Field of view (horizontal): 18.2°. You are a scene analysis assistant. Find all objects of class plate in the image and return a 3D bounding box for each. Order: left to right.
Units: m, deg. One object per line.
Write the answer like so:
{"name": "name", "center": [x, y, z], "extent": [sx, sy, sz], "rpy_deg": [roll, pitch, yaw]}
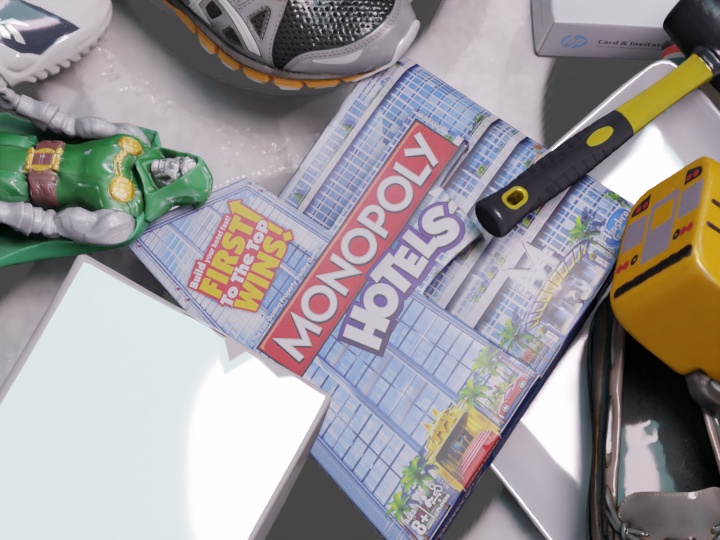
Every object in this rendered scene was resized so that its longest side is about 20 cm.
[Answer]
{"name": "plate", "center": [0.135, 0.033, 1.077], "extent": [0.200, 0.032, 0.200], "rpy_deg": [-39, 80, -7]}

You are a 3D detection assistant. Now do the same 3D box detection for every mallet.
{"name": "mallet", "center": [0.120, -0.079, 1.043], "extent": [0.199, 0.041, 0.066], "rpy_deg": [-27, 74, -30]}

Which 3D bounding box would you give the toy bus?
{"name": "toy bus", "center": [0.207, 0.036, 0.996], "extent": [0.199, 0.065, 0.079], "rpy_deg": [30, 54, -19]}

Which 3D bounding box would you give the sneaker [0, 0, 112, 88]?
{"name": "sneaker", "center": [-0.213, -0.160, 1.046], "extent": [0.197, 0.130, 0.080], "rpy_deg": [7, 44, -3]}

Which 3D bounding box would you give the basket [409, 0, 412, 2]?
{"name": "basket", "center": [0.012, -0.230, 1.053], "extent": [0.135, 0.200, 0.124], "rpy_deg": [30, 72, 3]}

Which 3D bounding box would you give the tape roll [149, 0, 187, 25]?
{"name": "tape roll", "center": [-0.044, -0.212, 1.159], "extent": [0.201, 0.037, 0.204], "rpy_deg": [4, 67, -10]}

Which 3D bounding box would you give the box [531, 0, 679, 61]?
{"name": "box", "center": [0.165, -0.208, 1.197], "extent": [0.154, 0.041, 0.202], "rpy_deg": [2, 69, -10]}

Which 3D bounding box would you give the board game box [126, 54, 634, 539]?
{"name": "board game box", "center": [0.000, 0.000, 1.042], "extent": [0.199, 0.062, 0.201], "rpy_deg": [33, 84, 9]}

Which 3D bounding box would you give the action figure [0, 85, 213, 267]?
{"name": "action figure", "center": [-0.165, -0.044, 1.024], "extent": [0.198, 0.055, 0.119], "rpy_deg": [1, 59, 5]}

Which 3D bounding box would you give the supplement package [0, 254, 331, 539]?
{"name": "supplement package", "center": [-0.112, 0.118, 0.922], "extent": [0.121, 0.120, 0.201], "rpy_deg": [29, 75, 3]}

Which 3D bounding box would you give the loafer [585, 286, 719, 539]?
{"name": "loafer", "center": [0.134, 0.093, 1.000], "extent": [0.071, 0.063, 0.202], "rpy_deg": [-7, 67, 1]}

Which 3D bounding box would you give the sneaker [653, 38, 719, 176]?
{"name": "sneaker", "center": [0.233, -0.045, 1.137], "extent": [0.198, 0.070, 0.094], "rpy_deg": [21, 82, -3]}

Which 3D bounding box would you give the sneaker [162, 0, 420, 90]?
{"name": "sneaker", "center": [-0.063, -0.154, 1.053], "extent": [0.199, 0.077, 0.078], "rpy_deg": [28, 61, 13]}
